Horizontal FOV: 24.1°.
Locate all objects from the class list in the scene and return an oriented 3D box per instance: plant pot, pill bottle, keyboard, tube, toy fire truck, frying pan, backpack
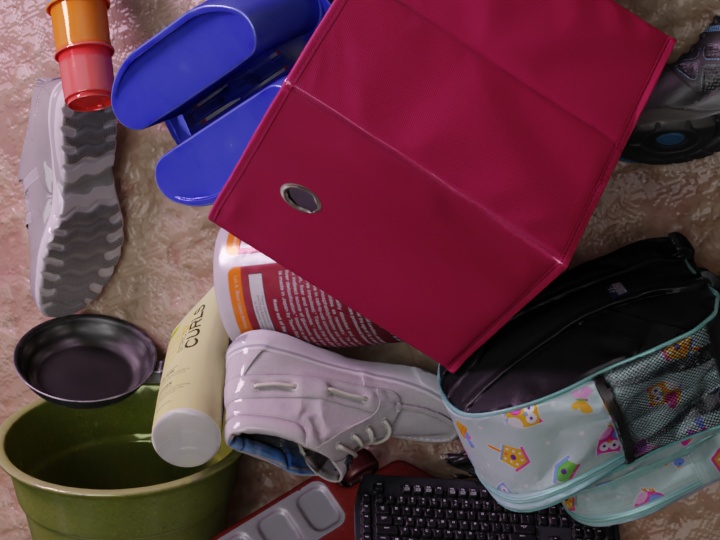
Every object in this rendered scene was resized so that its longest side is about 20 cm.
[{"bbox_3d":[-0.180,0.212,1.327,0.198,0.200,0.192,6,112,20],"label":"plant pot"},{"bbox_3d":[0.000,0.000,1.253,0.198,0.113,0.114,-6,95,21],"label":"pill bottle"},{"bbox_3d":[0.094,0.168,1.223,0.198,0.105,0.040,5,138,-10],"label":"keyboard"},{"bbox_3d":[-0.127,0.072,1.278,0.057,0.200,0.052,-7,119,3],"label":"tube"},{"bbox_3d":[0.004,0.221,1.262,0.199,0.112,0.168,-30,71,-19],"label":"toy fire truck"},{"bbox_3d":[-0.186,0.070,1.365,0.115,0.188,0.031,-122,32,-49],"label":"frying pan"},{"bbox_3d":[0.158,0.083,1.156,0.198,0.176,0.154,-19,112,1],"label":"backpack"}]

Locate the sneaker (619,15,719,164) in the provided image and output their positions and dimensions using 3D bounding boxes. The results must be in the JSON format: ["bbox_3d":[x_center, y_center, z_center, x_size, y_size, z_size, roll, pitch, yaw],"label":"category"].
[{"bbox_3d":[0.245,-0.129,1.178,0.198,0.073,0.083,-12,70,22],"label":"sneaker"}]

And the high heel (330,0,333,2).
[{"bbox_3d":[-0.050,-0.232,1.266,0.199,0.067,0.096,33,97,0],"label":"high heel"}]

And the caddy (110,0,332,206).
[{"bbox_3d":[-0.090,-0.137,1.271,0.199,0.105,0.142,-27,97,38],"label":"caddy"}]

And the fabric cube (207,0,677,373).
[{"bbox_3d":[0.048,-0.089,1.089,0.199,0.201,0.196,33,150,-5],"label":"fabric cube"}]

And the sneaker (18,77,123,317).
[{"bbox_3d":[-0.240,-0.062,1.371,0.082,0.074,0.202,23,109,46],"label":"sneaker"}]

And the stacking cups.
[{"bbox_3d":[-0.223,-0.223,1.310,0.060,0.060,0.202,-11,79,21],"label":"stacking cups"}]

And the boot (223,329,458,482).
[{"bbox_3d":[-0.009,0.117,1.241,0.198,0.096,0.074,15,142,-15],"label":"boot"}]
